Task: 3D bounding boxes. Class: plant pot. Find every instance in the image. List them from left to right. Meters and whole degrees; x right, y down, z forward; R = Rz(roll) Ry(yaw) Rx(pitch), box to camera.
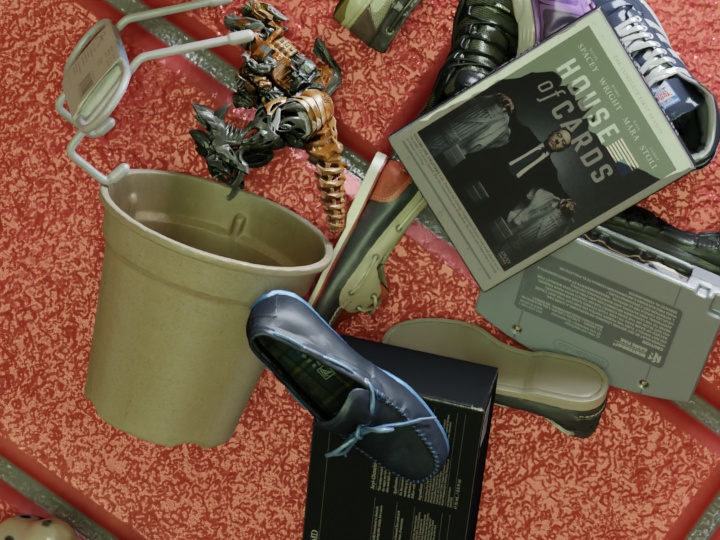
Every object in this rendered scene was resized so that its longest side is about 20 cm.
[{"bbox_3d":[-0.144,0.039,1.643,0.200,0.201,0.184,19,108,2],"label":"plant pot"}]

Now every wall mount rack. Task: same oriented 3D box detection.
[{"bbox_3d":[-0.177,-0.166,1.626,0.074,0.200,0.174,37,101,-25],"label":"wall mount rack"}]

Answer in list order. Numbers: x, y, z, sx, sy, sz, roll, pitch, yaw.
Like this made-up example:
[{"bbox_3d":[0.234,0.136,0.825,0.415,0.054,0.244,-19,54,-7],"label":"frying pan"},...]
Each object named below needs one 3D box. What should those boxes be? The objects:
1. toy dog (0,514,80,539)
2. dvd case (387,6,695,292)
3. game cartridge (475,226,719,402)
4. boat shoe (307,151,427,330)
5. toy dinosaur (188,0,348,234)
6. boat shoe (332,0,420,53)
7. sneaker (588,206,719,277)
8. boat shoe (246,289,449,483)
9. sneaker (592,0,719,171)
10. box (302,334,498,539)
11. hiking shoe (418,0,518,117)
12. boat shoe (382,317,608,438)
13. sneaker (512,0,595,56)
[{"bbox_3d":[-0.252,0.299,1.704,0.194,0.139,0.200,-30,95,43],"label":"toy dog"},{"bbox_3d":[0.144,-0.095,1.576,0.199,0.025,0.151,-31,97,15],"label":"dvd case"},{"bbox_3d":[0.199,0.029,1.645,0.199,0.040,0.134,24,127,11],"label":"game cartridge"},{"bbox_3d":[0.000,0.000,1.679,0.062,0.071,0.201,25,92,-1],"label":"boat shoe"},{"bbox_3d":[-0.068,-0.128,1.653,0.135,0.102,0.200,-26,60,-12],"label":"toy dinosaur"},{"bbox_3d":[0.063,-0.268,1.651,0.066,0.072,0.201,43,97,-11],"label":"boat shoe"},{"bbox_3d":[0.246,-0.001,1.661,0.199,0.076,0.091,20,106,6],"label":"sneaker"},{"bbox_3d":[-0.019,0.105,1.544,0.200,0.069,0.084,37,119,-8],"label":"boat shoe"},{"bbox_3d":[0.232,-0.168,1.624,0.070,0.108,0.200,-35,90,8],"label":"sneaker"},{"bbox_3d":[0.031,0.168,1.645,0.140,0.079,0.201,11,118,8],"label":"box"},{"bbox_3d":[0.104,-0.167,1.634,0.075,0.101,0.201,20,99,-9],"label":"hiking shoe"},{"bbox_3d":[0.111,0.097,1.676,0.199,0.073,0.063,14,135,17],"label":"boat shoe"},{"bbox_3d":[0.174,-0.199,1.603,0.083,0.080,0.201,8,100,34],"label":"sneaker"}]
